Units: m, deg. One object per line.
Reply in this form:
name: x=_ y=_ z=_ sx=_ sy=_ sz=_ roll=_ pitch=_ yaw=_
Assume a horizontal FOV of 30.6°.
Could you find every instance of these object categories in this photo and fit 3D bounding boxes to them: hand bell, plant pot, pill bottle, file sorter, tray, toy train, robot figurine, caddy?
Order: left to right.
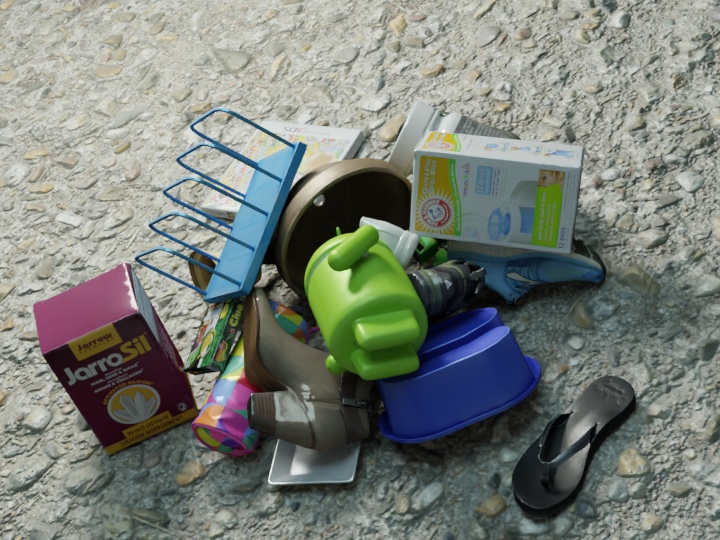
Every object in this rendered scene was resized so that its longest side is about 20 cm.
file sorter: x=-0.176 y=-0.079 z=1.613 sx=0.139 sy=0.122 sz=0.201 roll=-14 pitch=53 yaw=64
hand bell: x=-0.126 y=-0.025 z=1.806 sx=0.200 sy=0.105 sz=0.104 roll=-31 pitch=41 yaw=-30
tray: x=-0.041 y=0.179 z=1.587 sx=0.107 sy=0.022 sz=0.201 roll=-6 pitch=44 yaw=18
plant pot: x=-0.033 y=-0.066 z=1.661 sx=0.200 sy=0.201 sz=0.093 roll=-33 pitch=48 yaw=-12
robot figurine: x=0.004 y=0.037 z=1.488 sx=0.115 sy=0.176 sz=0.200 roll=-11 pitch=39 yaw=-13
toy train: x=0.083 y=-0.043 z=1.720 sx=0.056 sy=0.042 sz=0.200 roll=-37 pitch=61 yaw=-10
caddy: x=0.108 y=0.130 z=1.520 sx=0.199 sy=0.105 sz=0.141 roll=-22 pitch=20 yaw=0
pill bottle: x=0.142 y=-0.134 z=1.707 sx=0.199 sy=0.114 sz=0.114 roll=27 pitch=54 yaw=2

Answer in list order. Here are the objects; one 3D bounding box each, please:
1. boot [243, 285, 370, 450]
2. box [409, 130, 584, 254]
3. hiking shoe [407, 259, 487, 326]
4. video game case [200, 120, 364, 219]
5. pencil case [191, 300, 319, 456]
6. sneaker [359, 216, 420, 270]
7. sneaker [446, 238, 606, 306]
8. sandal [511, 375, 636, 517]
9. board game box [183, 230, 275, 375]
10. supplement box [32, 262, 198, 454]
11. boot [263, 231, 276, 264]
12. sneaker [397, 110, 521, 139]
boot: x=-0.061 y=0.116 z=1.551 sx=0.145 sy=0.070 sz=0.201 roll=3 pitch=67 yaw=-14
box: x=0.164 y=-0.097 z=1.598 sx=0.199 sy=0.113 sz=0.101 roll=8 pitch=20 yaw=9
hiking shoe: x=0.101 y=0.030 z=1.595 sx=0.100 sy=0.076 sz=0.200 roll=-13 pitch=-3 yaw=-5
video game case: x=-0.114 y=-0.146 z=1.954 sx=0.181 sy=0.023 sz=0.200 roll=9 pitch=50 yaw=30
pencil case: x=-0.128 y=0.131 z=1.612 sx=0.088 sy=0.089 sz=0.201 roll=11 pitch=59 yaw=31
sneaker: x=0.000 y=0.000 z=1.629 sx=0.088 sy=0.200 sz=0.075 roll=28 pitch=48 yaw=-3
sneaker: x=0.205 y=-0.001 z=1.643 sx=0.199 sy=0.090 sz=0.078 roll=5 pitch=17 yaw=5
sandal: x=0.229 y=0.185 z=1.454 sx=0.076 sy=0.043 sz=0.200 roll=19 pitch=56 yaw=36
board game box: x=-0.164 y=0.034 z=1.655 sx=0.105 sy=0.023 sz=0.201 roll=-14 pitch=53 yaw=61
supplement box: x=-0.300 y=0.111 z=1.631 sx=0.130 sy=0.200 sz=0.103 roll=-24 pitch=41 yaw=-1
boot: x=-0.064 y=-0.079 z=1.785 sx=0.199 sy=0.064 sz=0.187 roll=-1 pitch=44 yaw=-8
sneaker: x=0.120 y=-0.157 z=1.829 sx=0.199 sy=0.076 sz=0.114 roll=20 pitch=49 yaw=30
